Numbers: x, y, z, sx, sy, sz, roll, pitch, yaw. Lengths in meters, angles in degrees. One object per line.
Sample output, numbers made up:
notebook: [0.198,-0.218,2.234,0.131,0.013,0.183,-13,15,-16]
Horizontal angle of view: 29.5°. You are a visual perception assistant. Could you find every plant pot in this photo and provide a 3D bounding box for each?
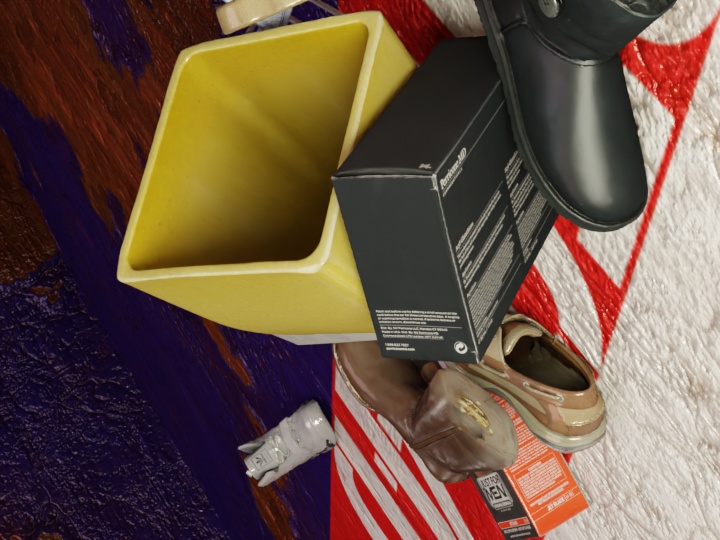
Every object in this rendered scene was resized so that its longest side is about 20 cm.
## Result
plant pot: [-0.026,-0.045,1.020,0.194,0.197,0.200,-4,154,37]

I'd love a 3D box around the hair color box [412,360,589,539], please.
hair color box: [0.125,0.147,1.269,0.202,0.061,0.102,61,162,7]

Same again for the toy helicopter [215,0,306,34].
toy helicopter: [-0.004,-0.204,0.921,0.132,0.198,0.080,-122,8,-77]

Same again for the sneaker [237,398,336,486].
sneaker: [-0.105,0.250,1.935,0.076,0.114,0.200,59,161,9]

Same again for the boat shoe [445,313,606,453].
boat shoe: [0.131,0.067,1.140,0.199,0.075,0.072,36,146,36]

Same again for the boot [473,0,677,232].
boot: [0.142,-0.130,0.822,0.168,0.076,0.202,144,105,-75]

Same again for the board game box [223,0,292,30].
board game box: [-0.107,-0.274,1.008,0.062,0.197,0.203,-122,33,-68]

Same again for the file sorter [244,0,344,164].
file sorter: [-0.059,-0.137,1.228,0.138,0.125,0.200,29,159,-1]

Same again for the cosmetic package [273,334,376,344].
cosmetic package: [0.000,0.000,1.181,0.198,0.084,0.109,-8,67,40]

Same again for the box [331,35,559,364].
box: [0.067,-0.054,0.931,0.078,0.200,0.143,3,124,26]

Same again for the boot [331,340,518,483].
boot: [0.053,0.104,1.184,0.187,0.064,0.200,47,167,5]
